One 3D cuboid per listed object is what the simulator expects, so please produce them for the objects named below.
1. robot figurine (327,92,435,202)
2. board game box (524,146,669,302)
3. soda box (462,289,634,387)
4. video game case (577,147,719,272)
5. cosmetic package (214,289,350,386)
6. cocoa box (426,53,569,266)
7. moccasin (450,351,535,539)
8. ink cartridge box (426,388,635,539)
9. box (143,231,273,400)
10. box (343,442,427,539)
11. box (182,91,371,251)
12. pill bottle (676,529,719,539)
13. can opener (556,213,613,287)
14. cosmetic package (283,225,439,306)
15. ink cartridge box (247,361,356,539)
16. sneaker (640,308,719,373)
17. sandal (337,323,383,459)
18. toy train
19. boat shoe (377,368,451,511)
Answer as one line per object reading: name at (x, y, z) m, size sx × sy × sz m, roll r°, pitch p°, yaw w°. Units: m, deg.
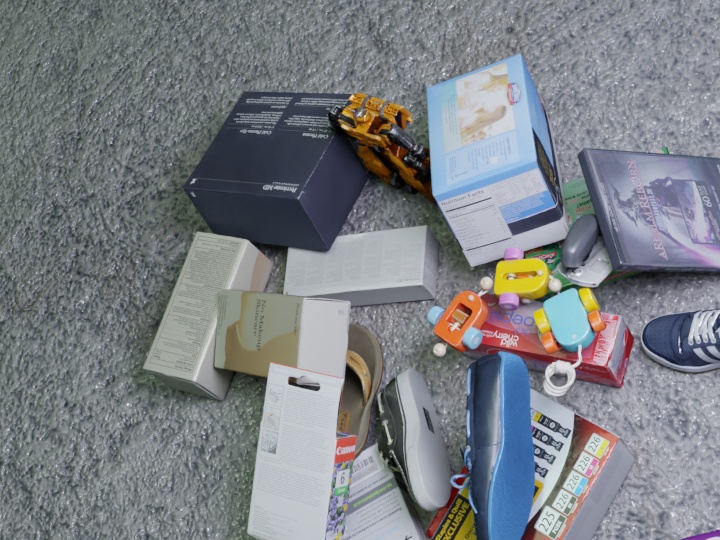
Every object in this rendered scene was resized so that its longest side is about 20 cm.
robot figurine at (0.041, -0.154, 1.459) m, size 0.144 × 0.200 × 0.059 m, roll 23°, pitch 77°, yaw 32°
board game box at (0.288, -0.052, 1.389) m, size 0.197 × 0.029 × 0.136 m, roll -19°, pitch 60°, yaw 17°
soda box at (0.207, 0.077, 1.341) m, size 0.197 × 0.070 × 0.064 m, roll 10°, pitch 70°, yaw 30°
video game case at (0.340, -0.065, 1.285) m, size 0.019 × 0.197 × 0.145 m, roll -48°, pitch 47°, yaw 52°
cosmetic package at (-0.099, 0.080, 1.433) m, size 0.199 × 0.070 × 0.107 m, roll 1°, pitch 86°, yaw 54°
cocoa box at (0.162, -0.133, 1.401) m, size 0.132 × 0.132 × 0.202 m, roll -18°, pitch 44°, yaw 18°
moccasin at (0.139, 0.189, 1.214) m, size 0.068 × 0.080 × 0.203 m, roll -10°, pitch 65°, yaw 44°
ink cartridge box at (0.170, 0.239, 1.272) m, size 0.174 × 0.084 × 0.202 m, roll 26°, pitch 80°, yaw 34°
box at (-0.200, 0.059, 1.550) m, size 0.094 × 0.078 × 0.203 m, roll 11°, pitch 71°, yaw 31°
box at (-0.001, 0.324, 1.343) m, size 0.155 × 0.041 × 0.202 m, roll -32°, pitch 55°, yaw 11°
box at (-0.101, -0.135, 1.549) m, size 0.197 × 0.105 × 0.184 m, roll 8°, pitch 55°, yaw 34°
pill bottle at (0.368, 0.303, 1.124) m, size 0.197 × 0.112 × 0.114 m, roll -20°, pitch 59°, yaw 17°
can opener at (0.286, -0.054, 1.285) m, size 0.053 × 0.068 × 0.200 m, roll 25°, pitch 51°, yaw 34°
cosmetic package at (0.000, 0.000, 1.495) m, size 0.197 × 0.051 × 0.084 m, roll -6°, pitch 62°, yaw 25°
ink cartridge box at (-0.063, 0.213, 1.333) m, size 0.108 × 0.050 × 0.204 m, roll 9°, pitch 93°, yaw 31°
sneaker at (0.387, 0.063, 1.234) m, size 0.197 × 0.109 × 0.071 m, roll 6°, pitch 68°, yaw 29°
sandal at (-0.020, 0.139, 1.418) m, size 0.079 × 0.054 × 0.202 m, roll -12°, pitch 45°, yaw 22°
toy train at (0.178, 0.062, 1.290) m, size 0.199 × 0.056 × 0.151 m, roll 26°, pitch 80°, yaw 38°
boat shoe at (0.057, 0.202, 1.344) m, size 0.063 × 0.071 × 0.201 m, roll -33°, pitch 33°, yaw 19°
